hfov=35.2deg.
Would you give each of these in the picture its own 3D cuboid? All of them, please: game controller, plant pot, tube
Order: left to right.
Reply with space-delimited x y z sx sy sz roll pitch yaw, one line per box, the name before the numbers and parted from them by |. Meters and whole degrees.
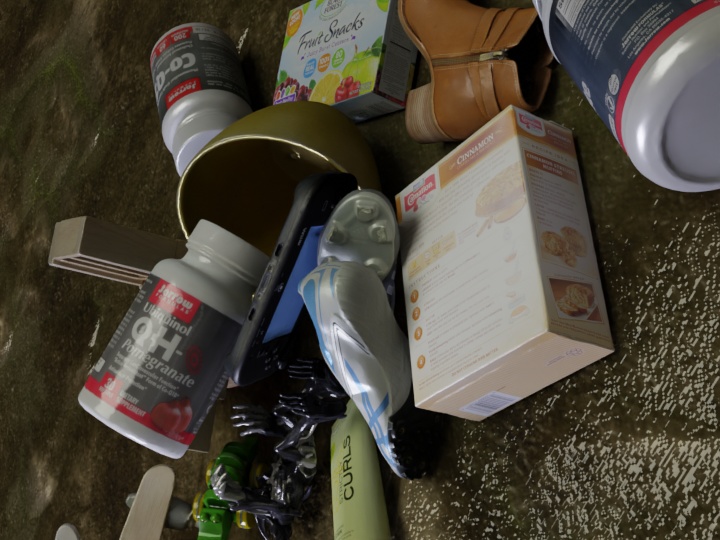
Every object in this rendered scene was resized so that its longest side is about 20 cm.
game controller | -0.059 0.006 0.983 0.104 0.042 0.201 -37 -30 -75
plant pot | -0.062 -0.086 1.114 0.200 0.200 0.142 -40 19 38
tube | -0.004 0.200 1.001 0.058 0.052 0.201 -21 47 16

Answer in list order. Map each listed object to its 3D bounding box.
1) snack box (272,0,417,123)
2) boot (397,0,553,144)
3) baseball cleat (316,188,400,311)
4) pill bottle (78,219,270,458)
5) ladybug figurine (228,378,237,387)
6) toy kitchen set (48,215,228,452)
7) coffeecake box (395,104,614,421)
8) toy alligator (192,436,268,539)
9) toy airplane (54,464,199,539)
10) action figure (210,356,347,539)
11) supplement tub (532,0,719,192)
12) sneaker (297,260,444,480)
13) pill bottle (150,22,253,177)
snack box | -0.016 -0.228 1.206 0.200 0.053 0.143 -7 68 54
boot | 0.103 -0.216 1.008 0.155 0.076 0.201 -9 70 55
baseball cleat | 0.000 0.000 1.003 0.107 0.069 0.201 -69 -10 -54
pill bottle | -0.161 0.059 1.038 0.111 0.111 0.200 20 79 56
ladybug figurine | -0.132 0.063 1.222 0.200 0.072 0.136 -8 70 53
toy kitchen set | -0.246 0.068 1.158 0.163 0.180 0.201 -5 73 54
coffeecake box | 0.108 -0.004 0.910 0.153 0.073 0.201 -36 48 44
toy alligator | -0.139 0.236 1.119 0.059 0.054 0.200 3 47 17
toy airplane | -0.232 0.331 1.182 0.200 0.141 0.200 -34 74 15
action figure | -0.083 0.173 1.064 0.119 0.102 0.200 -89 20 -56
supplement tub | 0.210 -0.163 0.778 0.140 0.140 0.200 -52 39 27
sneaker | 0.010 0.082 0.946 0.072 0.072 0.201 -4 113 52
pill bottle | -0.191 -0.200 1.388 0.114 0.114 0.200 -49 40 31
